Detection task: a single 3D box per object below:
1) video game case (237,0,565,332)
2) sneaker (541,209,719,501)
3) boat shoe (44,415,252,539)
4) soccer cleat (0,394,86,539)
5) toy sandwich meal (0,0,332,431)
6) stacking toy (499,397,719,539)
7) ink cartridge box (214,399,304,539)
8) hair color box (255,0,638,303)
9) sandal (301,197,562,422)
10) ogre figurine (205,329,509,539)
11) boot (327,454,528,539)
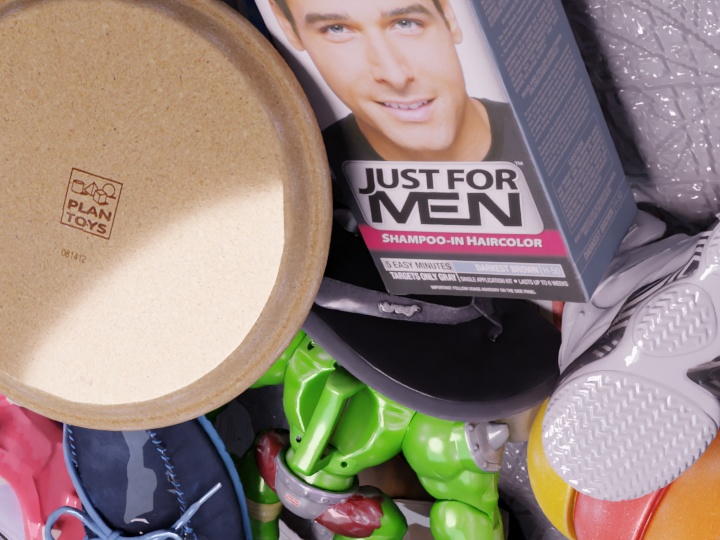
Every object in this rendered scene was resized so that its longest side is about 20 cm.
[{"bbox_3d":[0.020,-0.059,1.046,0.142,0.017,0.201,15,139,22],"label":"video game case"},{"bbox_3d":[0.149,-0.002,0.974,0.075,0.115,0.200,42,107,-16],"label":"sneaker"},{"bbox_3d":[-0.087,0.127,1.077,0.084,0.069,0.201,2,126,39],"label":"boat shoe"},{"bbox_3d":[-0.164,0.087,1.111,0.076,0.067,0.200,21,156,35],"label":"soccer cleat"},{"bbox_3d":[-0.100,-0.037,0.978,0.204,0.070,0.207,2,100,13],"label":"toy sandwich meal"},{"bbox_3d":[0.125,0.087,1.073,0.200,0.146,0.147,33,147,32],"label":"stacking toy"},{"bbox_3d":[-0.124,0.106,1.274,0.160,0.050,0.200,-6,156,19],"label":"ink cartridge box"},{"bbox_3d":[0.029,-0.082,0.951,0.099,0.061,0.201,2,132,34],"label":"hair color box"},{"bbox_3d":[-0.001,0.000,1.048,0.199,0.076,0.043,29,139,5],"label":"sandal"},{"bbox_3d":[-0.009,0.084,1.096,0.200,0.098,0.120,40,125,28],"label":"ogre figurine"},{"bbox_3d":[0.029,0.107,1.203,0.096,0.075,0.201,-12,116,11],"label":"boot"}]
